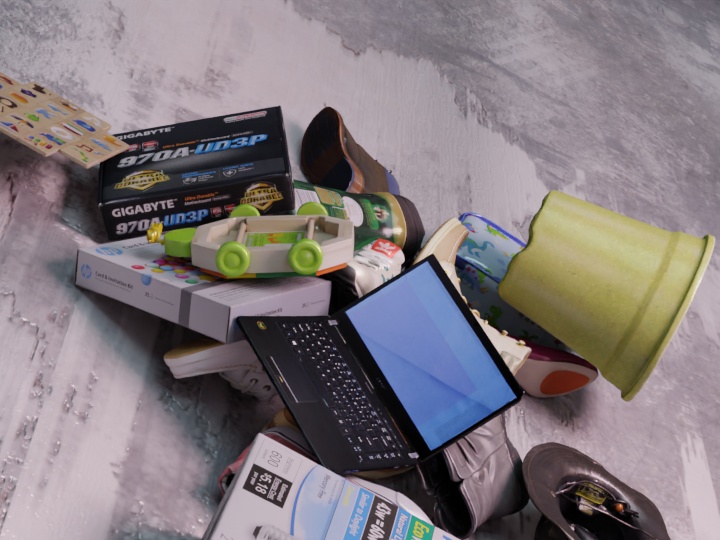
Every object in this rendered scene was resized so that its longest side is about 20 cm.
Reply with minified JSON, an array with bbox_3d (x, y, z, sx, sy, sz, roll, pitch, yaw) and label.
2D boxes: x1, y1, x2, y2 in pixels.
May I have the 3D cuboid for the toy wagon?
[{"bbox_3d":[-0.106,-0.027,1.682,0.198,0.040,0.155,-2,16,2],"label":"toy wagon"}]

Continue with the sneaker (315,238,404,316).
[{"bbox_3d":[0.000,0.000,1.784,0.070,0.094,0.200,31,-11,12],"label":"sneaker"}]

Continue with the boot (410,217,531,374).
[{"bbox_3d":[0.112,0.050,1.852,0.154,0.072,0.201,26,58,7],"label":"boot"}]

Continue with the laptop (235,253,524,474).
[{"bbox_3d":[0.019,0.081,1.594,0.199,0.103,0.178,2,47,-49],"label":"laptop"}]

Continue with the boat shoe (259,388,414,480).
[{"bbox_3d":[-0.002,0.150,1.653,0.199,0.074,0.076,0,40,-43],"label":"boat shoe"}]

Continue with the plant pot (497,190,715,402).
[{"bbox_3d":[0.255,0.011,1.890,0.183,0.201,0.201,27,27,4],"label":"plant pot"}]

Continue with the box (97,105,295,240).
[{"bbox_3d":[-0.171,-0.103,1.822,0.198,0.046,0.159,-9,32,-1],"label":"box"}]

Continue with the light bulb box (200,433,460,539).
[{"bbox_3d":[-0.040,0.265,1.374,0.199,0.125,0.199,28,28,-3],"label":"light bulb box"}]

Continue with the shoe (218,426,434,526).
[{"bbox_3d":[-0.028,0.218,1.529,0.199,0.072,0.091,33,31,13],"label":"shoe"}]

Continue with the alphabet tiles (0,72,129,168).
[{"bbox_3d":[-0.327,-0.156,1.777,0.166,0.006,0.200,29,16,3],"label":"alphabet tiles"}]

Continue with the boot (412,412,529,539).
[{"bbox_3d":[0.089,0.152,1.674,0.131,0.070,0.201,-4,63,-58],"label":"boot"}]

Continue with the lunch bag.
[{"bbox_3d":[0.173,0.021,2.030,0.199,0.083,0.161,34,25,4],"label":"lunch bag"}]

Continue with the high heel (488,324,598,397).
[{"bbox_3d":[0.170,0.082,1.931,0.199,0.068,0.097,10,44,-28],"label":"high heel"}]

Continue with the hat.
[{"bbox_3d":[0.216,0.260,1.679,0.200,0.081,0.201,29,23,-14],"label":"hat"}]

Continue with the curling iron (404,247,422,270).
[{"bbox_3d":[0.051,0.031,1.937,0.025,0.050,0.201,0,39,7],"label":"curling iron"}]

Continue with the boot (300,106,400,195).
[{"bbox_3d":[-0.011,-0.118,2.111,0.097,0.075,0.201,35,23,-31],"label":"boot"}]

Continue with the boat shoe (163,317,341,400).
[{"bbox_3d":[-0.094,0.091,1.668,0.199,0.070,0.071,-8,6,-34],"label":"boat shoe"}]

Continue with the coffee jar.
[{"bbox_3d":[-0.030,-0.042,1.906,0.199,0.104,0.086,7,52,-39],"label":"coffee jar"}]

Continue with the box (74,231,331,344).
[{"bbox_3d":[-0.152,0.012,1.692,0.199,0.042,0.155,18,18,34],"label":"box"}]
